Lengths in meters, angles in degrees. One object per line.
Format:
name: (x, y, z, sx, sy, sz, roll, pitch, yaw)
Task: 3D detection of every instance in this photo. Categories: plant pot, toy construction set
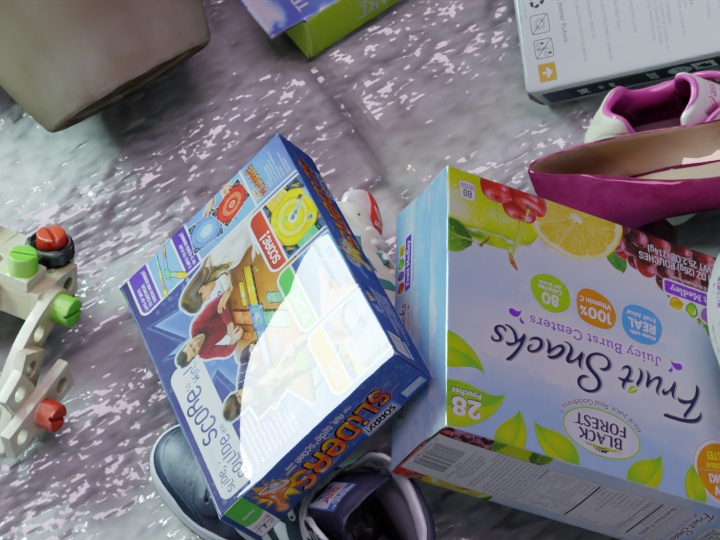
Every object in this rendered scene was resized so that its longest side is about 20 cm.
plant pot: (-0.184, -0.186, 1.616, 0.199, 0.200, 0.174, -30, 92, -14)
toy construction set: (-0.241, 0.018, 1.550, 0.200, 0.092, 0.131, 33, 41, 13)

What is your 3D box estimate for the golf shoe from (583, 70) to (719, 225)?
golf shoe: (0.229, -0.080, 1.577, 0.199, 0.092, 0.076, -10, 49, -3)

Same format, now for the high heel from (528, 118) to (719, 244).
high heel: (0.194, -0.075, 1.504, 0.200, 0.096, 0.068, -39, 24, 20)

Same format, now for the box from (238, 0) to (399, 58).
box: (-0.007, -0.224, 1.706, 0.200, 0.048, 0.122, -33, 62, -16)

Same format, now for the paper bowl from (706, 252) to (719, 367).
paper bowl: (0.280, 0.048, 1.463, 0.200, 0.104, 0.201, 17, 52, -23)

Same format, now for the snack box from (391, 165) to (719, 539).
snack box: (0.117, 0.053, 1.467, 0.199, 0.068, 0.169, 18, 54, -22)

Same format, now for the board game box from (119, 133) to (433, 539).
board game box: (-0.051, 0.033, 1.458, 0.135, 0.034, 0.200, -43, 42, 14)

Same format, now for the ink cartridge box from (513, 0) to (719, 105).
ink cartridge box: (0.185, -0.218, 1.616, 0.199, 0.043, 0.199, -11, 81, 22)

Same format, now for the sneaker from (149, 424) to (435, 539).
sneaker: (-0.036, 0.125, 1.461, 0.199, 0.109, 0.070, 30, 67, 19)

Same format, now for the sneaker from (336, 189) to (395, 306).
sneaker: (0.000, 0.000, 1.557, 0.199, 0.070, 0.094, 29, 71, 22)
